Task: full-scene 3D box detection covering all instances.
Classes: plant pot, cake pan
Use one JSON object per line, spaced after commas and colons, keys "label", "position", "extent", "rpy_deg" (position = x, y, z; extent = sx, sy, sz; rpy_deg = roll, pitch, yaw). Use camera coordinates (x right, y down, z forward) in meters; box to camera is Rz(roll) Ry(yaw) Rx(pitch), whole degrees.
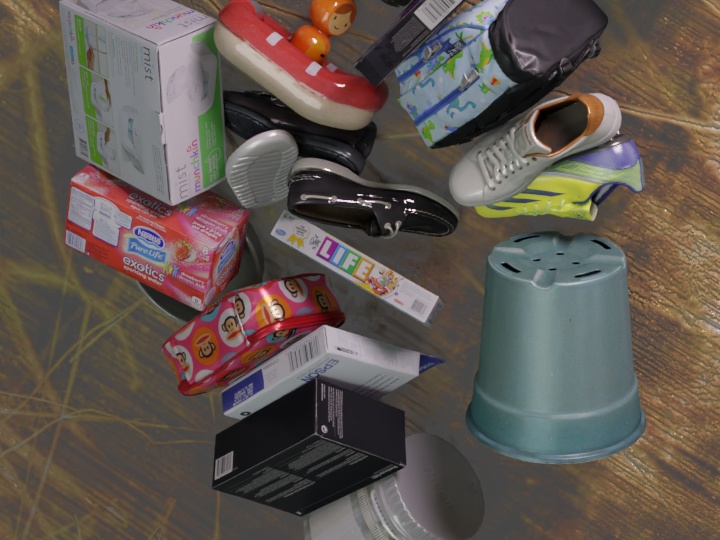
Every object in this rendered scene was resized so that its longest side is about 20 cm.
{"label": "plant pot", "position": [0.210, 0.074, 1.707], "extent": [0.199, 0.200, 0.198], "rpy_deg": [8, 116, 23]}
{"label": "cake pan", "position": [-0.202, -0.019, 1.956], "extent": [0.199, 0.037, 0.202], "rpy_deg": [14, 125, 20]}

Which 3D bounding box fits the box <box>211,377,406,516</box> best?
{"label": "box", "position": [-0.062, 0.213, 1.877], "extent": [0.141, 0.079, 0.199], "rpy_deg": [26, 140, -33]}

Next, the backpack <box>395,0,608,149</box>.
{"label": "backpack", "position": [0.126, -0.205, 1.599], "extent": [0.154, 0.163, 0.200], "rpy_deg": [45, 137, 6]}

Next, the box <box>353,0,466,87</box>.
{"label": "box", "position": [0.083, -0.270, 1.539], "extent": [0.036, 0.200, 0.143], "rpy_deg": [43, 131, -7]}

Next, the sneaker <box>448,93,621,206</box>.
{"label": "sneaker", "position": [0.162, -0.129, 1.614], "extent": [0.199, 0.084, 0.073], "rpy_deg": [-30, 75, 26]}

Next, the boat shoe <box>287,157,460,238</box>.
{"label": "boat shoe", "position": [0.014, -0.066, 1.755], "extent": [0.199, 0.061, 0.074], "rpy_deg": [18, 150, -13]}

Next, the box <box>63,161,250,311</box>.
{"label": "box", "position": [-0.241, -0.051, 1.869], "extent": [0.199, 0.096, 0.100], "rpy_deg": [25, 129, 13]}

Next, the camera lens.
{"label": "camera lens", "position": [0.037, 0.309, 1.958], "extent": [0.160, 0.160, 0.200], "rpy_deg": [45, 130, -5]}

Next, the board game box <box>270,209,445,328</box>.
{"label": "board game box", "position": [0.000, 0.000, 1.805], "extent": [0.199, 0.134, 0.034], "rpy_deg": [30, 89, 7]}

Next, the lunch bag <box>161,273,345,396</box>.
{"label": "lunch bag", "position": [-0.120, 0.073, 1.886], "extent": [0.199, 0.176, 0.082], "rpy_deg": [-33, 76, 36]}

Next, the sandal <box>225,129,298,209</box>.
{"label": "sandal", "position": [-0.118, -0.122, 1.783], "extent": [0.203, 0.082, 0.050], "rpy_deg": [109, 142, -70]}

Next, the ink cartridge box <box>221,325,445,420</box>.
{"label": "ink cartridge box", "position": [-0.030, 0.140, 1.885], "extent": [0.199, 0.041, 0.199], "rpy_deg": [16, 144, -39]}

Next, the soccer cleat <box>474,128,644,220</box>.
{"label": "soccer cleat", "position": [0.208, -0.083, 1.675], "extent": [0.199, 0.065, 0.084], "rpy_deg": [-21, 94, 34]}

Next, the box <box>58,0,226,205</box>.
{"label": "box", "position": [-0.245, -0.202, 1.791], "extent": [0.176, 0.096, 0.201], "rpy_deg": [26, 131, 35]}

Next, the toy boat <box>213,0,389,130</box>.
{"label": "toy boat", "position": [-0.050, -0.243, 1.696], "extent": [0.199, 0.131, 0.131], "rpy_deg": [37, 101, 2]}

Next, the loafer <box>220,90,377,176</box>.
{"label": "loafer", "position": [-0.073, -0.166, 1.791], "extent": [0.199, 0.063, 0.072], "rpy_deg": [22, 158, 19]}

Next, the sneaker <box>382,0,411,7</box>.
{"label": "sneaker", "position": [0.061, -0.334, 1.592], "extent": [0.077, 0.089, 0.200], "rpy_deg": [47, 152, -6]}
